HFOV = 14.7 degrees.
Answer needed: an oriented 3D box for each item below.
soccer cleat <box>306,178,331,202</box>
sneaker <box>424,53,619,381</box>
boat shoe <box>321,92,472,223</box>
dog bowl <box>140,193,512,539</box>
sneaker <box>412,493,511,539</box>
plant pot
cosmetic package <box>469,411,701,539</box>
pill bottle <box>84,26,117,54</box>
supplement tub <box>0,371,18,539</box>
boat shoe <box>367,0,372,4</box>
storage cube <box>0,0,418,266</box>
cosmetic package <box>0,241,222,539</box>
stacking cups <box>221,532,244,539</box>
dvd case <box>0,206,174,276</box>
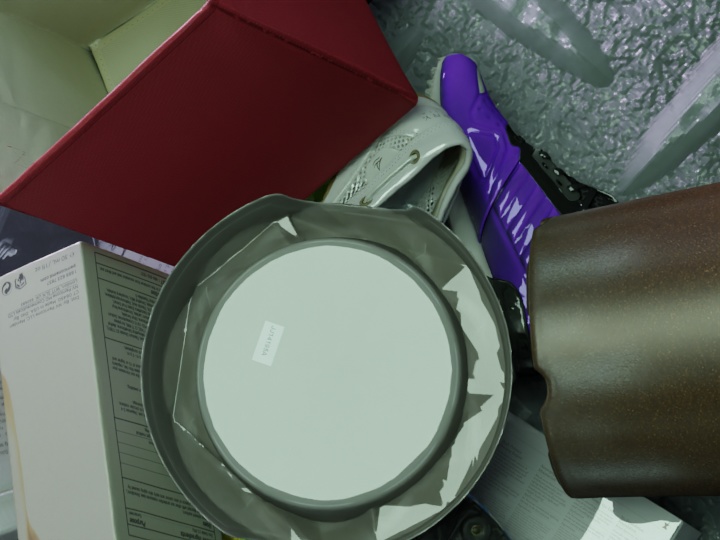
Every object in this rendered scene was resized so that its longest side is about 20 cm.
[{"bbox_3d":[-0.058,0.008,1.642,0.081,0.067,0.201,9,81,23],"label":"soccer cleat"},{"bbox_3d":[0.099,-0.036,1.603,0.099,0.070,0.201,-15,73,6],"label":"sneaker"},{"bbox_3d":[0.000,0.000,1.555,0.069,0.071,0.201,43,111,53],"label":"boat shoe"},{"bbox_3d":[-0.014,0.057,1.486,0.199,0.059,0.201,-2,81,10],"label":"dog bowl"},{"bbox_3d":[0.008,0.132,1.538,0.199,0.072,0.072,29,92,13],"label":"sneaker"},{"bbox_3d":[0.197,0.036,1.463,0.197,0.200,0.201,-7,73,14],"label":"plant pot"},{"bbox_3d":[0.085,0.127,1.564,0.200,0.051,0.083,33,92,25],"label":"cosmetic package"},{"bbox_3d":[-0.138,-0.188,1.699,0.200,0.112,0.113,-37,66,6],"label":"pill bottle"},{"bbox_3d":[-0.249,0.095,1.622,0.132,0.132,0.201,-32,67,8],"label":"supplement tub"},{"bbox_3d":[-0.054,-0.129,1.674,0.064,0.071,0.200,43,102,4],"label":"boat shoe"},{"bbox_3d":[-0.109,-0.128,1.536,0.200,0.179,0.172,-40,54,24],"label":"storage cube"},{"bbox_3d":[-0.139,0.097,1.547,0.071,0.105,0.201,-22,63,29],"label":"cosmetic package"},{"bbox_3d":[-0.007,0.170,1.573,0.199,0.061,0.061,12,79,17],"label":"stacking cups"},{"bbox_3d":[-0.153,0.010,1.661,0.199,0.025,0.151,27,95,35],"label":"dvd case"}]
